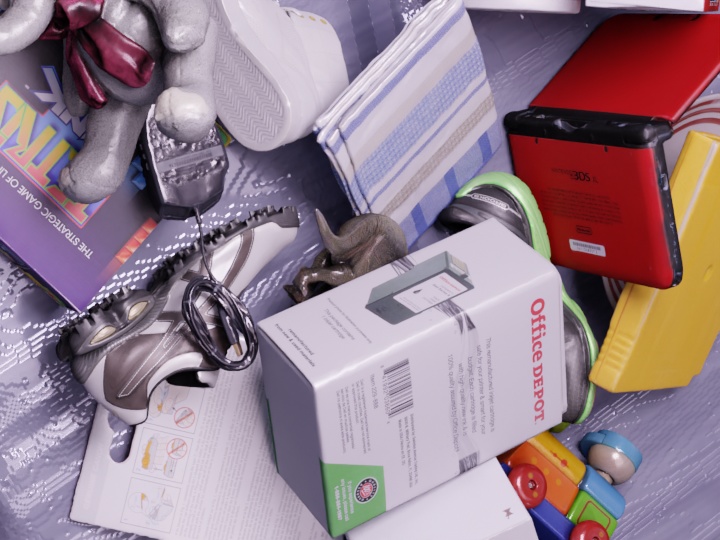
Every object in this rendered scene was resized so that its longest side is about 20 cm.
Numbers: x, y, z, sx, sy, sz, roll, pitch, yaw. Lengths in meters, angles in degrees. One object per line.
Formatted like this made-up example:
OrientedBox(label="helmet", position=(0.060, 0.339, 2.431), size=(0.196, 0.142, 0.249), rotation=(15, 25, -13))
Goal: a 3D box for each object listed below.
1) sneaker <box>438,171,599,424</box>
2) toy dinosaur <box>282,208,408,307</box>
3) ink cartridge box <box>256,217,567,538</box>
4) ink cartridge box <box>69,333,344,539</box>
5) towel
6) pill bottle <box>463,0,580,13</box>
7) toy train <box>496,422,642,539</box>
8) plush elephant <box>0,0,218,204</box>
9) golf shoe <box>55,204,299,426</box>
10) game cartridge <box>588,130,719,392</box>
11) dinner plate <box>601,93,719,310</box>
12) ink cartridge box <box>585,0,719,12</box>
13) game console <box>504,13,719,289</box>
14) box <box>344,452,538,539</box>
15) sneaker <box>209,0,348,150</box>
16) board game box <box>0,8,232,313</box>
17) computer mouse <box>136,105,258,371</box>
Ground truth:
OrientedBox(label="sneaker", position=(0.115, 0.027, 1.489), size=(0.083, 0.077, 0.201), rotation=(-24, 89, -22))
OrientedBox(label="toy dinosaur", position=(0.000, 0.000, 1.406), size=(0.102, 0.077, 0.200), rotation=(-39, 135, -12))
OrientedBox(label="ink cartridge box", position=(0.039, 0.073, 1.371), size=(0.199, 0.084, 0.147), rotation=(-24, 131, -22))
OrientedBox(label="ink cartridge box", position=(-0.097, 0.125, 1.438), size=(0.199, 0.050, 0.163), rotation=(14, 91, -8))
OrientedBox(label="towel", position=(0.038, -0.097, 1.411), size=(0.147, 0.024, 0.200), rotation=(-47, 152, -12))
OrientedBox(label="pill bottle", position=(0.114, -0.283, 1.388), size=(0.113, 0.114, 0.201), rotation=(1, 97, -24))
OrientedBox(label="toy train", position=(0.126, 0.134, 1.518), size=(0.200, 0.085, 0.116), rotation=(42, 63, -16))
OrientedBox(label="plush elephant", position=(-0.173, -0.167, 1.234), size=(0.154, 0.164, 0.201), rotation=(23, 68, -28))
OrientedBox(label="golf shoe", position=(-0.113, 0.031, 1.377), size=(0.200, 0.078, 0.095), rotation=(-35, 94, -20))
OrientedBox(label="game cartridge", position=(0.252, -0.004, 1.501), size=(0.176, 0.032, 0.201), rotation=(3, 113, -60))
OrientedBox(label="dinner plate", position=(0.258, -0.046, 1.554), size=(0.199, 0.024, 0.201), rotation=(-18, 123, -31))
OrientedBox(label="ink cartridge box", position=(0.214, -0.271, 1.389), size=(0.083, 0.200, 0.177), rotation=(4, 99, 12))
OrientedBox(label="game console", position=(0.205, -0.092, 1.451), size=(0.118, 0.200, 0.173), rotation=(-17, 103, -22))
OrientedBox(label="box", position=(0.075, 0.243, 1.442), size=(0.124, 0.098, 0.201), rotation=(-23, 127, -4))
OrientedBox(label="sneaker", position=(-0.085, -0.177, 1.380), size=(0.201, 0.074, 0.115), rotation=(60, 30, 5))
OrientedBox(label="board game box", position=(-0.213, -0.098, 1.339), size=(0.200, 0.057, 0.166), rotation=(44, 77, -22))
OrientedBox(label="computer mouse", position=(-0.112, -0.028, 1.334), size=(0.058, 0.034, 0.201), rotation=(-15, 93, -27))
